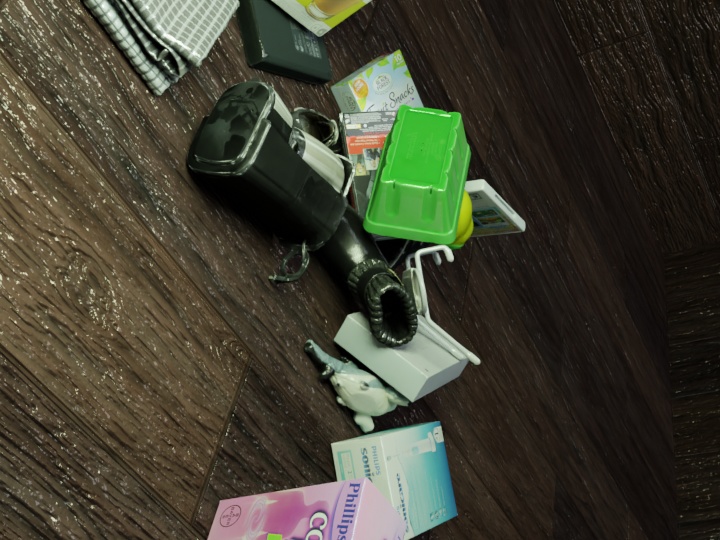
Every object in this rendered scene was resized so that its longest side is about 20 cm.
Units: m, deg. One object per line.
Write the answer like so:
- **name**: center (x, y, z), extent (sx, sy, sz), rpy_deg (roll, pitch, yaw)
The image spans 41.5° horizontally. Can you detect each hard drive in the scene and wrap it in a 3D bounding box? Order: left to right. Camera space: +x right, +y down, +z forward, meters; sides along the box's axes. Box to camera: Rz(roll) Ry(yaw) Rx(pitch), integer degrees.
- **hard drive**: center (-0.117, -0.366, 1.448), extent (0.200, 0.033, 0.140), rpy_deg (-3, 80, -63)

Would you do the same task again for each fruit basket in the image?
- **fruit basket**: center (0.096, -0.113, 1.407), extent (0.216, 0.155, 0.216), rpy_deg (9, 90, -83)

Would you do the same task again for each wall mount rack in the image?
- **wall mount rack**: center (0.111, 0.054, 1.381), extent (0.200, 0.074, 0.174), rpy_deg (157, -77, -86)

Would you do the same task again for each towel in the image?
- **towel**: center (-0.236, -0.338, 1.154), extent (0.166, 0.085, 0.200), rpy_deg (55, 33, -32)

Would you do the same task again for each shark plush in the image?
- **shark plush**: center (-0.017, 0.162, 1.377), extent (0.200, 0.091, 0.083), rpy_deg (26, 31, -31)

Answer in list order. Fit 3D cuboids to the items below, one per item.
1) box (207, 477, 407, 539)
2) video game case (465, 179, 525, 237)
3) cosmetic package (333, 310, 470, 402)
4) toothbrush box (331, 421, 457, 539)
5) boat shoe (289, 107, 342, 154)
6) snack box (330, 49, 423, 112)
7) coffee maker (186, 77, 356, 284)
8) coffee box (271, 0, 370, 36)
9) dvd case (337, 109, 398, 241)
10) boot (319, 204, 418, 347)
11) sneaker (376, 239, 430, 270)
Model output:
- **box**: center (-0.071, 0.329, 1.000), extent (0.097, 0.200, 0.176), rpy_deg (55, 34, -34)
- **video game case**: center (0.160, -0.101, 1.654), extent (0.182, 0.200, 0.024), rpy_deg (34, 58, -52)
- **cosmetic package**: center (0.069, 0.117, 1.440), extent (0.151, 0.052, 0.200), rpy_deg (35, 18, 19)
- **toothbrush box**: center (0.052, 0.304, 1.369), extent (0.200, 0.085, 0.147), rpy_deg (2, 76, -62)
- **boat shoe**: center (-0.067, -0.206, 1.430), extent (0.200, 0.060, 0.074), rpy_deg (6, 70, -61)
- **snack box**: center (0.048, -0.256, 1.633), extent (0.142, 0.053, 0.200), rpy_deg (-40, 114, -36)
- **coffee maker**: center (-0.112, -0.114, 1.220), extent (0.200, 0.135, 0.192), rpy_deg (37, 46, -49)
- **coffee box**: center (-0.064, -0.513, 1.397), extent (0.200, 0.198, 0.200), rpy_deg (26, 43, -51)
- **dvd case**: center (0.046, -0.148, 1.469), extent (0.146, 0.022, 0.200), rpy_deg (-8, 85, -26)
- **boot**: center (0.002, -0.001, 1.355), extent (0.211, 0.079, 0.158), rpy_deg (48, 10, -26)
- **sneaker**: center (0.078, -0.046, 1.531), extent (0.088, 0.076, 0.200), rpy_deg (44, 73, -41)
